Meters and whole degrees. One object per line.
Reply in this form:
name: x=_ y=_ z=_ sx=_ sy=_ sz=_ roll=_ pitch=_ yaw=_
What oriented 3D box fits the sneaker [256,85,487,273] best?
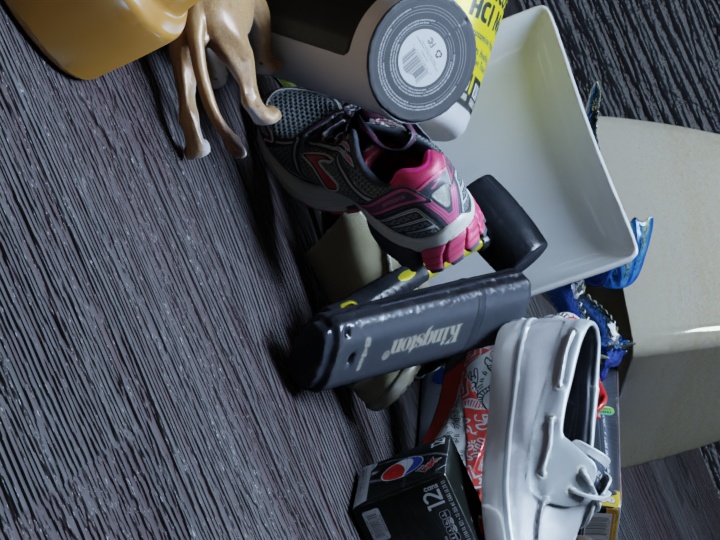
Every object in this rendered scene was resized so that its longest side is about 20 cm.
sneaker: x=0.003 y=-0.076 z=1.581 sx=0.200 sy=0.081 sz=0.075 roll=32 pitch=-25 yaw=44

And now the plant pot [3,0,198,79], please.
plant pot: x=-0.098 y=-0.223 z=1.285 sx=0.200 sy=0.183 sz=0.201 roll=-22 pitch=90 yaw=-79

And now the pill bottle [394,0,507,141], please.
pill bottle: x=0.045 y=-0.196 z=1.678 sx=0.112 sy=0.112 sz=0.200 roll=36 pitch=71 yaw=-70

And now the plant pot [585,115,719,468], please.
plant pot: x=0.259 y=0.013 z=1.873 sx=0.200 sy=0.177 sz=0.200 roll=93 pitch=-9 yaw=-59

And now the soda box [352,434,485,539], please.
soda box: x=0.064 y=0.207 z=1.544 sx=0.071 sy=0.063 sz=0.200 roll=-75 pitch=143 yaw=-72

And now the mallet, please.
mallet: x=0.049 y=0.005 z=1.588 sx=0.066 sy=0.041 sz=0.200 roll=45 pitch=42 yaw=5

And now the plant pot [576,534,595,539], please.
plant pot: x=0.166 y=0.273 z=1.667 sx=0.175 sy=0.200 sz=0.200 roll=44 pitch=18 yaw=-17

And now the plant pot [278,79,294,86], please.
plant pot: x=0.004 y=-0.255 z=1.815 sx=0.200 sy=0.193 sz=0.201 roll=-23 pitch=90 yaw=-79

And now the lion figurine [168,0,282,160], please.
lion figurine: x=-0.086 y=-0.152 z=1.482 sx=0.200 sy=0.072 sz=0.123 roll=-106 pitch=-176 yaw=-64

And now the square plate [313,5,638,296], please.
square plate: x=0.066 y=-0.058 z=1.712 sx=0.028 sy=0.200 sz=0.199 roll=51 pitch=20 yaw=-66

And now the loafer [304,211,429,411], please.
loafer: x=0.000 y=0.000 z=1.633 sx=0.068 sy=0.076 sz=0.200 roll=18 pitch=49 yaw=-25

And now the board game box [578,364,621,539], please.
board game box: x=0.149 y=0.166 z=1.798 sx=0.200 sy=0.057 sz=0.166 roll=91 pitch=1 yaw=-45

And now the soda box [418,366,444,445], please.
soda box: x=0.084 y=0.111 z=1.828 sx=0.200 sy=0.064 sz=0.068 roll=-84 pitch=150 yaw=-69

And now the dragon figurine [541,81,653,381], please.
dragon figurine: x=0.163 y=-0.021 z=1.730 sx=0.099 sy=0.200 sz=0.059 roll=26 pitch=8 yaw=29

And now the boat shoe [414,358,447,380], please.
boat shoe: x=0.053 y=0.041 z=1.809 sx=0.200 sy=0.064 sz=0.071 roll=-53 pitch=120 yaw=-77

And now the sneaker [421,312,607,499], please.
sneaker: x=0.099 y=0.114 z=1.645 sx=0.067 sy=0.108 sz=0.202 roll=43 pitch=44 yaw=-32

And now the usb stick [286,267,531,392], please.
usb stick: x=0.033 y=0.035 z=1.539 sx=0.200 sy=0.056 sz=0.033 roll=-12 pitch=47 yaw=-48

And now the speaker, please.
speaker: x=-0.015 y=-0.148 z=1.566 sx=0.200 sy=0.081 sz=0.081 roll=25 pitch=-31 yaw=55

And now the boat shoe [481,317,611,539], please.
boat shoe: x=0.119 y=0.120 z=1.539 sx=0.072 sy=0.068 sz=0.200 roll=50 pitch=38 yaw=-48
